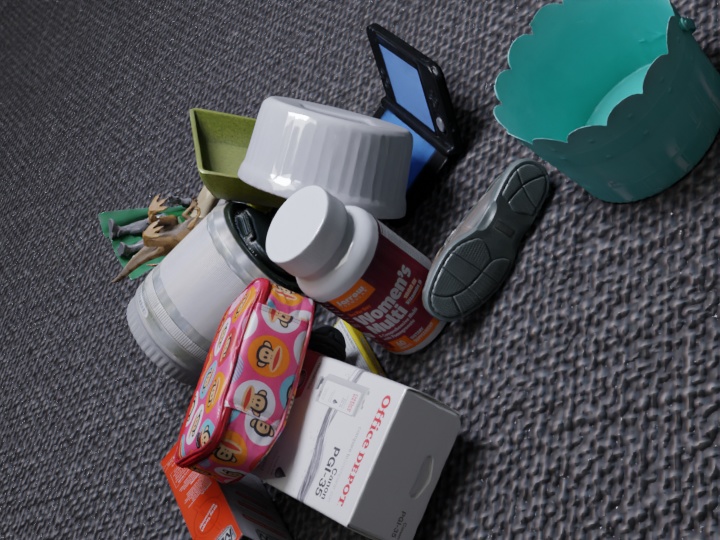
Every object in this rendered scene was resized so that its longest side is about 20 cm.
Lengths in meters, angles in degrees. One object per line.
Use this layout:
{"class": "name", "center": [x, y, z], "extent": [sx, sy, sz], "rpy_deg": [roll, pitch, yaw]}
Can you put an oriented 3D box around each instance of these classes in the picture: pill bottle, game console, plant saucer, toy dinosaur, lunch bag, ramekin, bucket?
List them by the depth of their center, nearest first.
{"class": "bucket", "center": [0.249, -0.177, 1.176], "extent": [0.206, 0.134, 0.209], "rpy_deg": [-29, 43, 31]}
{"class": "lunch bag", "center": [-0.125, 0.120, 1.256], "extent": [0.176, 0.081, 0.201], "rpy_deg": [-38, 31, 61]}
{"class": "pill bottle", "center": [0.000, 0.000, 1.270], "extent": [0.109, 0.200, 0.110], "rpy_deg": [-30, 42, 31]}
{"class": "ramekin", "center": [-0.034, -0.132, 1.365], "extent": [0.200, 0.199, 0.099], "rpy_deg": [30, 109, 55]}
{"class": "game console", "center": [0.031, -0.182, 1.464], "extent": [0.116, 0.177, 0.200], "rpy_deg": [-27, 35, -11]}
{"class": "toy dinosaur", "center": [-0.249, -0.036, 1.519], "extent": [0.199, 0.106, 0.061], "rpy_deg": [-29, 57, 3]}
{"class": "plant saucer", "center": [-0.122, -0.134, 1.533], "extent": [0.200, 0.198, 0.048], "rpy_deg": [-110, 32, -58]}

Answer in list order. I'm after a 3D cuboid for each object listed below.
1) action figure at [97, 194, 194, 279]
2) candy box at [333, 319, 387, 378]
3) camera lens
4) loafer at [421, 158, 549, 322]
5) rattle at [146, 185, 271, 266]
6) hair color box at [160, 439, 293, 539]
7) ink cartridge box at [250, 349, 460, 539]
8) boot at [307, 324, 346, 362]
{"class": "action figure", "center": [-0.249, -0.063, 1.657], "extent": [0.119, 0.199, 0.055], "rpy_deg": [59, 147, 23]}
{"class": "candy box", "center": [-0.012, 0.144, 1.317], "extent": [0.102, 0.026, 0.200], "rpy_deg": [-48, 36, 12]}
{"class": "camera lens", "center": [-0.174, 0.027, 1.489], "extent": [0.200, 0.160, 0.161], "rpy_deg": [-42, 37, 18]}
{"class": "loafer", "center": [0.130, -0.030, 1.272], "extent": [0.201, 0.072, 0.063], "rpy_deg": [-54, 15, -10]}
{"class": "rattle", "center": [-0.168, -0.040, 1.587], "extent": [0.143, 0.131, 0.200], "rpy_deg": [37, 67, 17]}
{"class": "hair color box", "center": [-0.142, 0.266, 1.308], "extent": [0.061, 0.101, 0.200], "rpy_deg": [-50, 35, 6]}
{"class": "ink cartridge box", "center": [-0.011, 0.173, 1.199], "extent": [0.199, 0.082, 0.148], "rpy_deg": [13, 76, 54]}
{"class": "boot", "center": [-0.102, 0.129, 1.378], "extent": [0.200, 0.065, 0.166], "rpy_deg": [10, 75, 65]}
